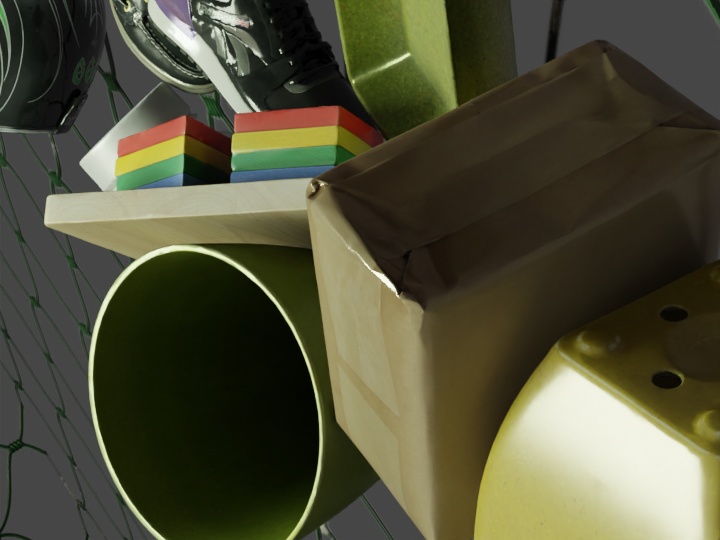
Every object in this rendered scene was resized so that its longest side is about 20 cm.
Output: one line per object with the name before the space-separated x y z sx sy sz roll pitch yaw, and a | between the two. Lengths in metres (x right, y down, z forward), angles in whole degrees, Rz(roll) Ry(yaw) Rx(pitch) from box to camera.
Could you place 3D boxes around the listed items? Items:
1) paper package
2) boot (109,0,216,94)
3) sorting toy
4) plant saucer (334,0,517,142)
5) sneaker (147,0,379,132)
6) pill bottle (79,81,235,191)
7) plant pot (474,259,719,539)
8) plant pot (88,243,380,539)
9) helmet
paper package | 0.080 0.013 0.876 0.104 0.190 0.201 49 157 37
boot | -0.155 -0.238 1.262 0.204 0.073 0.154 57 166 19
sorting toy | -0.060 -0.047 1.099 0.200 0.197 0.070 24 -114 -64
plant saucer | 0.035 -0.134 0.947 0.201 0.048 0.201 -120 14 -46
sneaker | -0.062 -0.157 1.165 0.200 0.076 0.088 41 133 18
pill bottle | -0.110 -0.039 1.317 0.200 0.114 0.114 47 162 -8
plant pot | 0.170 0.115 0.817 0.194 0.194 0.201 36 143 48
plant pot | -0.030 0.063 1.071 0.186 0.199 0.189 9 105 38
helmet | -0.319 -0.223 1.520 0.200 0.198 0.193 23 109 59
